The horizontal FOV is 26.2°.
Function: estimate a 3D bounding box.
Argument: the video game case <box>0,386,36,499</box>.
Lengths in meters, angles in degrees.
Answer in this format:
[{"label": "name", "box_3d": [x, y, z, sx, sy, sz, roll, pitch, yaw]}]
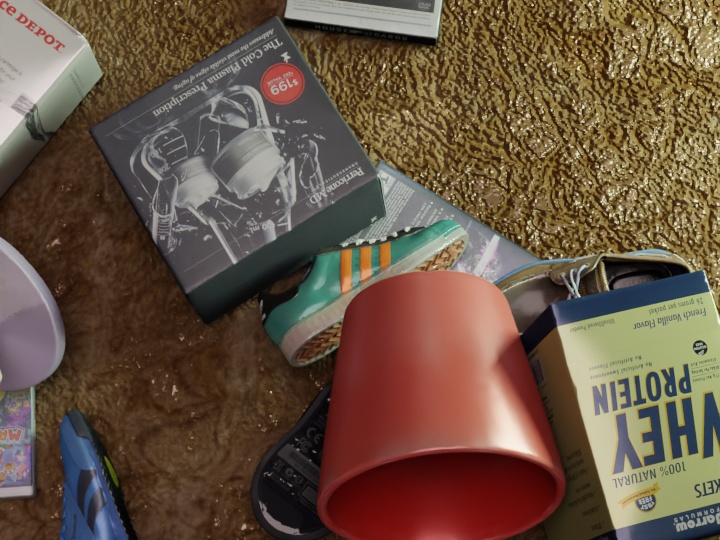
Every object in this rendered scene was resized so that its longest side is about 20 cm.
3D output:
[{"label": "video game case", "box_3d": [-0.363, 0.106, 1.385, 0.142, 0.018, 0.202, -4, 76, -1]}]

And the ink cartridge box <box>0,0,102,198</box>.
[{"label": "ink cartridge box", "box_3d": [-0.356, -0.161, 1.419, 0.145, 0.084, 0.200, 37, 79, 9]}]

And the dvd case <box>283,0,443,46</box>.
[{"label": "dvd case", "box_3d": [0.014, -0.321, 1.487, 0.149, 0.025, 0.202, 7, 76, 2]}]

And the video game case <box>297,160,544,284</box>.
[{"label": "video game case", "box_3d": [0.063, 0.010, 1.403, 0.199, 0.019, 0.143, 32, 78, 8]}]

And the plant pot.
[{"label": "plant pot", "box_3d": [0.060, 0.110, 1.262, 0.198, 0.201, 0.179, -3, 57, 0]}]

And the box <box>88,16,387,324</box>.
[{"label": "box", "box_3d": [-0.106, -0.088, 1.377, 0.199, 0.104, 0.183, -32, 74, -4]}]

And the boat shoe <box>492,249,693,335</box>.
[{"label": "boat shoe", "box_3d": [0.197, 0.016, 1.358, 0.198, 0.072, 0.073, -16, 85, -10]}]

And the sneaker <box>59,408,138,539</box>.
[{"label": "sneaker", "box_3d": [-0.236, 0.220, 1.330, 0.078, 0.066, 0.201, -21, 76, -1]}]

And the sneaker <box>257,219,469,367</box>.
[{"label": "sneaker", "box_3d": [0.000, 0.000, 1.361, 0.199, 0.072, 0.080, -31, 67, -15]}]

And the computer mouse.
[{"label": "computer mouse", "box_3d": [-0.016, 0.160, 1.353, 0.138, 0.053, 0.200, 42, 69, 9]}]

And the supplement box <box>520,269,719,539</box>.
[{"label": "supplement box", "box_3d": [0.220, 0.132, 1.270, 0.133, 0.200, 0.201, -12, 76, -10]}]

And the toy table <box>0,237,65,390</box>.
[{"label": "toy table", "box_3d": [-0.356, 0.032, 1.309, 0.199, 0.117, 0.185, 27, 105, 7]}]
